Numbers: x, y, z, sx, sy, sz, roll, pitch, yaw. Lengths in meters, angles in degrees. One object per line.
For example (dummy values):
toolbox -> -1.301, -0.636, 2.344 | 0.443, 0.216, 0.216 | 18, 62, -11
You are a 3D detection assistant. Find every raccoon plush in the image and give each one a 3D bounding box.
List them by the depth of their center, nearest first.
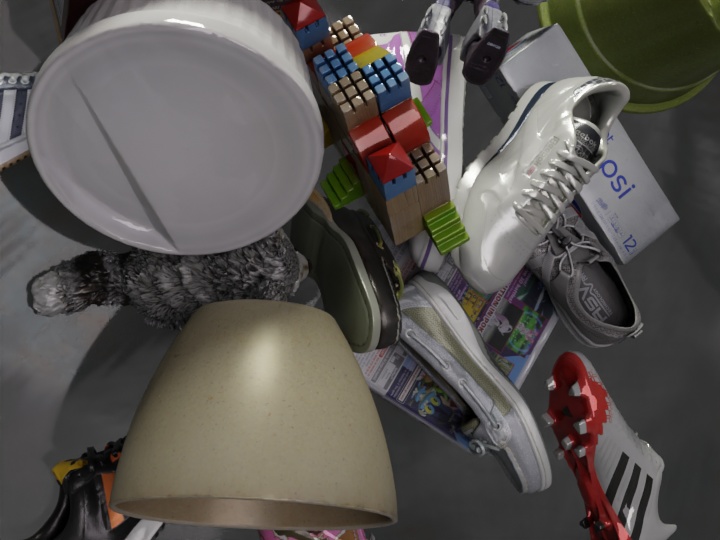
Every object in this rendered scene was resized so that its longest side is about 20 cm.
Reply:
raccoon plush -> -0.135, 0.016, 1.117 | 0.199, 0.134, 0.097 | -23, 99, -17

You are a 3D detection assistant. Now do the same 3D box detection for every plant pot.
plant pot -> 0.274, -0.237, 1.222 | 0.199, 0.190, 0.201 | 0, 90, -19

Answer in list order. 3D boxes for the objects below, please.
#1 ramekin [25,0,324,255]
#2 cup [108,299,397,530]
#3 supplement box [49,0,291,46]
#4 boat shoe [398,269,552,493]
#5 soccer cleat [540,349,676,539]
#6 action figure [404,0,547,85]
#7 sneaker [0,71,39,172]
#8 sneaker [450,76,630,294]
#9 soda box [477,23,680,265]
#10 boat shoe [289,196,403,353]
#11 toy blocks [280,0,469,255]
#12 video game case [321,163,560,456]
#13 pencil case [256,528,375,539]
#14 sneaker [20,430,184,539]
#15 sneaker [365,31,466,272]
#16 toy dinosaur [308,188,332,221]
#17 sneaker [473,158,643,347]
ramekin -> -0.124, -0.114, 1.037 | 0.202, 0.203, 0.095 | 22, 40, -17
cup -> -0.072, 0.102, 1.052 | 0.199, 0.200, 0.144 | 7, 74, -18
supplement box -> -0.128, -0.267, 1.068 | 0.196, 0.200, 0.133 | -13, 78, -18
boat shoe -> 0.084, 0.098, 1.204 | 0.065, 0.074, 0.203 | -33, 96, -10
soccer cleat -> 0.215, 0.155, 1.277 | 0.085, 0.069, 0.201 | -23, 101, -26
action figure -> 0.090, -0.225, 1.189 | 0.129, 0.070, 0.201 | 12, 44, 2
sneaker -> -0.274, -0.131, 1.104 | 0.199, 0.070, 0.109 | -31, 102, -13
sneaker -> 0.136, -0.070, 1.145 | 0.076, 0.080, 0.201 | 42, 65, -33
soda box -> 0.181, -0.104, 1.259 | 0.068, 0.063, 0.200 | -38, 101, -13
boat shoe -> 0.000, 0.000, 1.134 | 0.060, 0.201, 0.072 | 3, 116, -20
toy blocks -> 0.005, -0.116, 1.085 | 0.100, 0.137, 0.201 | -28, 66, -6
video game case -> 0.075, 0.024, 1.248 | 0.182, 0.023, 0.201 | 34, 80, -16
pencil case -> -0.048, 0.159, 1.177 | 0.086, 0.083, 0.201 | -18, 96, -23
sneaker -> -0.184, 0.156, 1.137 | 0.090, 0.070, 0.201 | 36, 82, -19
sneaker -> 0.025, -0.096, 1.193 | 0.114, 0.073, 0.202 | 4, 69, -4
toy dinosaur -> -0.101, -0.102, 1.164 | 0.199, 0.058, 0.102 | 18, 85, 6
sneaker -> 0.168, -0.022, 1.224 | 0.075, 0.082, 0.200 | -45, 103, -13
